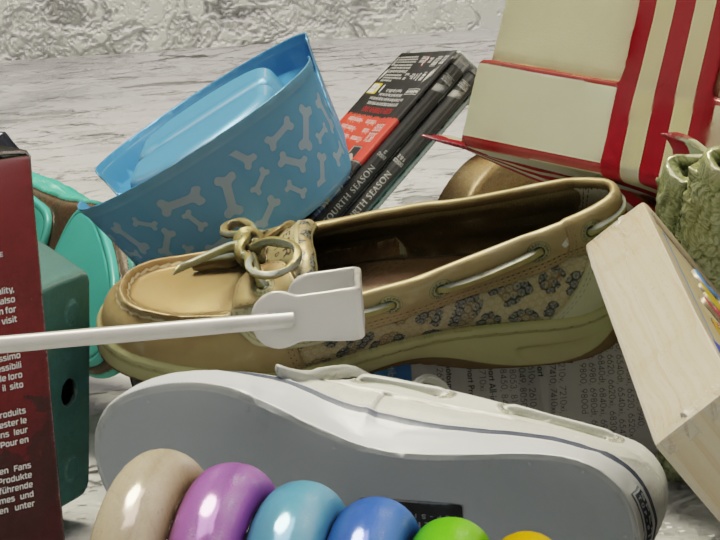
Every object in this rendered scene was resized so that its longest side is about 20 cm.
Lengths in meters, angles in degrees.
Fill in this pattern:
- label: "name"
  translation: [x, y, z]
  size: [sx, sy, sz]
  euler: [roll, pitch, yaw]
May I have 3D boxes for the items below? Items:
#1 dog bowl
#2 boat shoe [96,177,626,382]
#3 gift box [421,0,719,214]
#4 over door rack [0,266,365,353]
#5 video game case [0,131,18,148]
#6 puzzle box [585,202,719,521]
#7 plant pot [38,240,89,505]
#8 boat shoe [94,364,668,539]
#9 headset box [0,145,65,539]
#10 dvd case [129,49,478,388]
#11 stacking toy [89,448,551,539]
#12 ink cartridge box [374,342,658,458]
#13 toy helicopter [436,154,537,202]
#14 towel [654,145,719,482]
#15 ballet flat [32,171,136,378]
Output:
- label: "dog bowl"
  translation: [-0.056, -0.045, 0.927]
  size: [0.111, 0.050, 0.200]
  euler: [-32, 11, 4]
- label: "boat shoe"
  translation: [0.000, 0.000, 0.811]
  size: [0.199, 0.063, 0.073]
  euler: [-7, 35, -5]
- label: "gift box"
  translation: [0.147, -0.090, 0.851]
  size: [0.184, 0.188, 0.200]
  euler: [13, 0, 41]
- label: "over door rack"
  translation: [-0.082, 0.083, 0.514]
  size: [0.199, 0.148, 0.067]
  euler: [-7, 10, -12]
- label: "video game case"
  translation: [-0.246, -0.002, 1.044]
  size: [0.143, 0.019, 0.200]
  euler: [-47, 16, -24]
- label: "puzzle box"
  translation: [0.121, 0.057, 0.621]
  size: [0.025, 0.133, 0.200]
  euler: [-40, 11, 10]
- label: "plant pot"
  translation: [-0.210, 0.039, 0.830]
  size: [0.199, 0.142, 0.141]
  euler: [8, 15, 24]
- label: "boat shoe"
  translation: [0.011, 0.066, 0.768]
  size: [0.201, 0.075, 0.086]
  euler: [3, 13, 21]
- label: "headset box"
  translation: [-0.146, 0.042, 0.611]
  size: [0.075, 0.201, 0.148]
  euler: [-10, 14, -31]
- label: "dvd case"
  translation: [-0.029, -0.016, 0.965]
  size: [0.200, 0.022, 0.146]
  euler: [-48, 10, -2]
- label: "stacking toy"
  translation: [0.028, 0.097, 0.601]
  size: [0.199, 0.086, 0.085]
  euler: [3, 12, 12]
- label: "ink cartridge box"
  translation: [0.077, 0.038, 0.899]
  size: [0.199, 0.068, 0.116]
  euler: [-5, 11, -3]
- label: "toy helicopter"
  translation: [0.096, -0.042, 1.061]
  size: [0.079, 0.133, 0.200]
  euler: [5, 28, 40]
- label: "towel"
  translation: [0.172, 0.016, 0.766]
  size: [0.148, 0.200, 0.037]
  euler: [-5, 55, 0]
- label: "ballet flat"
  translation: [-0.119, 0.000, 0.997]
  size: [0.070, 0.068, 0.200]
  euler: [18, 8, -33]
